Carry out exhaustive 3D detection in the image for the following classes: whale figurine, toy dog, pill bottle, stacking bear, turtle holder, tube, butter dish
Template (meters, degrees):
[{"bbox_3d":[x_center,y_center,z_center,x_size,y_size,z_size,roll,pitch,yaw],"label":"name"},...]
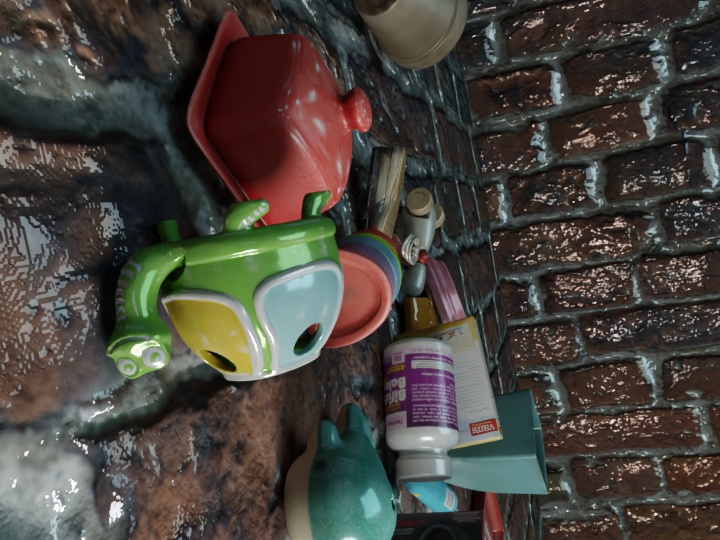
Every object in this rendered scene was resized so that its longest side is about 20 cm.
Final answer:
[{"bbox_3d":[-0.006,0.226,0.692,0.200,0.103,0.160,-59,136,-63],"label":"whale figurine"},{"bbox_3d":[0.085,-0.059,1.177,0.201,0.096,0.132,-65,146,-36],"label":"toy dog"},{"bbox_3d":[0.091,0.213,0.980,0.112,0.112,0.201,48,36,-58],"label":"pill bottle"},{"bbox_3d":[0.000,0.000,0.834,0.200,0.113,0.122,-60,137,-69],"label":"stacking bear"},{"bbox_3d":[-0.089,0.016,0.496,0.185,0.140,0.133,-28,108,-72],"label":"turtle holder"},{"bbox_3d":[0.106,0.352,1.063,0.200,0.050,0.078,54,16,-45],"label":"tube"},{"bbox_3d":[-0.060,-0.149,0.655,0.200,0.147,0.200,61,27,-46],"label":"butter dish"}]

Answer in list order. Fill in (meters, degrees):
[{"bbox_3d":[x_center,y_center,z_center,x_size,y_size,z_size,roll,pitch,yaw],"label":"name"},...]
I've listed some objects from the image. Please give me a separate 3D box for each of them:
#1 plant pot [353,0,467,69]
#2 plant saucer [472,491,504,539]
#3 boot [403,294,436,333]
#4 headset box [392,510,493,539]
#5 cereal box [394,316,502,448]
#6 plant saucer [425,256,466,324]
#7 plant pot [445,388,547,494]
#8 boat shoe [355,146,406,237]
[{"bbox_3d":[0.082,-0.516,1.244,0.173,0.199,0.202,8,73,-54],"label":"plant pot"},{"bbox_3d":[0.301,0.608,1.528,0.200,0.036,0.201,-53,130,-65],"label":"plant saucer"},{"bbox_3d":[0.135,0.122,1.217,0.201,0.070,0.145,25,60,-62],"label":"boot"},{"bbox_3d":[0.093,0.401,0.830,0.200,0.148,0.078,-71,147,-54],"label":"headset box"},{"bbox_3d":[0.142,0.190,1.062,0.040,0.143,0.201,41,37,-64],"label":"cereal box"},{"bbox_3d":[0.170,0.060,1.303,0.201,0.051,0.202,-22,90,-86],"label":"plant saucer"},{"bbox_3d":[0.238,0.331,1.218,0.142,0.199,0.142,-81,153,-44],"label":"plant pot"},{"bbox_3d":[0.025,-0.104,1.019,0.072,0.064,0.201,47,55,-73],"label":"boat shoe"}]
